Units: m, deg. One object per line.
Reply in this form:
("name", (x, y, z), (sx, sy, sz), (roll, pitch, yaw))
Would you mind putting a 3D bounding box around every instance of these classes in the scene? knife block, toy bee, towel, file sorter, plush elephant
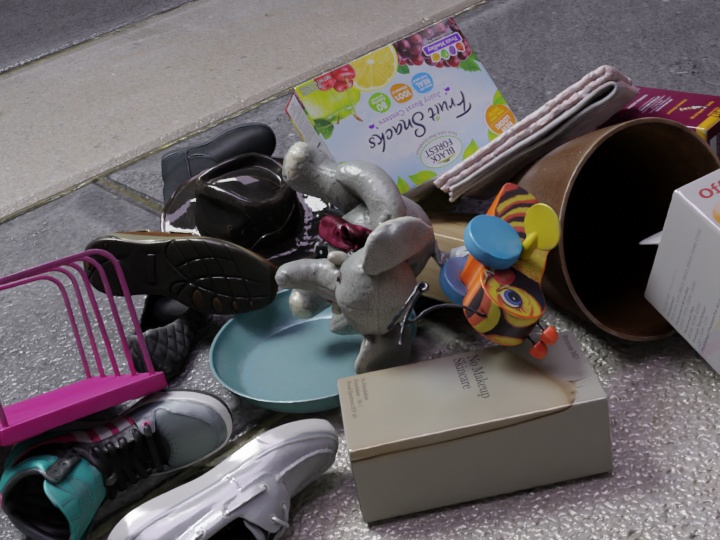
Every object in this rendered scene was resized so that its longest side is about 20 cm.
("knife block", (0.033, -0.021, 1.062), (0.172, 0.065, 0.200), (2, 14, 3))
("toy bee", (0.111, 0.019, 0.841), (0.108, 0.131, 0.201), (36, 65, 7))
("towel", (0.180, -0.130, 1.060), (0.199, 0.033, 0.191), (-33, -6, 19))
("file sorter", (-0.278, 0.064, 0.917), (0.137, 0.127, 0.199), (-19, 4, -31))
("plush elephant", (0.000, 0.000, 0.907), (0.197, 0.167, 0.155), (12, 22, 16))

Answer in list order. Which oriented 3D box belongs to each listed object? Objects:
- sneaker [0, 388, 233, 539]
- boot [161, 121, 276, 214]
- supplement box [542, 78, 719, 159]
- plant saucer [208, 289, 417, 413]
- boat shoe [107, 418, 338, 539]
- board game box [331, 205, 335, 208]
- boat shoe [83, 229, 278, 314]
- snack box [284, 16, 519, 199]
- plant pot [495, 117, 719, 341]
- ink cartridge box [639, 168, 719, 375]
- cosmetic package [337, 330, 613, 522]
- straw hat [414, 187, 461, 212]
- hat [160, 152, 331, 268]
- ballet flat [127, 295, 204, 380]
("sneaker", (-0.203, 0.161, 0.851), (0.197, 0.085, 0.121), (-15, 23, 9))
("boot", (-0.171, -0.111, 1.339), (0.163, 0.066, 0.200), (-21, 27, -2))
("supplement box", (0.305, -0.133, 1.167), (0.198, 0.112, 0.085), (17, 38, 40))
("plant saucer", (-0.042, 0.075, 1.000), (0.196, 0.036, 0.201), (-8, 29, 4))
("boat shoe", (-0.090, 0.181, 0.804), (0.198, 0.073, 0.069), (-22, 51, -31))
("board game box", (0.033, -0.120, 1.308), (0.198, 0.045, 0.134), (-22, 31, -20))
("boat shoe", (-0.175, -0.008, 1.072), (0.197, 0.077, 0.074), (10, 17, 10))
("snack box", (0.044, -0.149, 1.062), (0.198, 0.143, 0.053), (-29, -7, -24))
("plant pot", (0.210, -0.045, 1.000), (0.185, 0.190, 0.200), (-21, 14, -19))
("ink cartridge box", (0.327, 0.004, 0.843), (0.127, 0.126, 0.201), (-23, 52, -20))
("cosmetic package", (0.086, 0.120, 0.838), (0.197, 0.074, 0.104), (-13, 28, -2))
("straw hat", (0.073, -0.108, 1.163), (0.198, 0.203, 0.085), (-21, 50, -17))
("hat", (-0.131, -0.078, 1.193), (0.197, 0.081, 0.203), (-2, 56, 3))
("ballet flat", (-0.195, 0.039, 1.094), (0.065, 0.058, 0.201), (-8, 29, 3))
